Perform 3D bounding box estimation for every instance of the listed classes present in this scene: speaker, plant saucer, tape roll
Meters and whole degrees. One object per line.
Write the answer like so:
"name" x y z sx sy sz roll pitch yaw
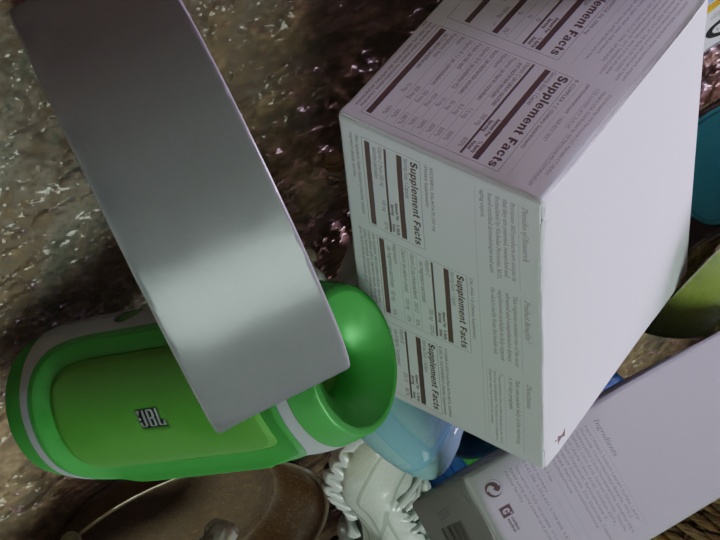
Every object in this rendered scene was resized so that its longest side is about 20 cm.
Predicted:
"speaker" -0.083 0.057 0.993 0.200 0.089 0.088 -10 160 35
"plant saucer" -0.117 0.169 1.242 0.200 0.037 0.201 -20 147 -14
"plant saucer" 0.239 -0.027 1.118 0.200 0.031 0.200 -45 172 -8
"tape roll" -0.077 -0.034 0.843 0.066 0.200 0.200 -25 147 -5

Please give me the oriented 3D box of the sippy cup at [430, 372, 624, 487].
"sippy cup" 0.110 0.117 1.272 0.130 0.178 0.140 -29 112 -21

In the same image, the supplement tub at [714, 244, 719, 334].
"supplement tub" 0.306 0.047 1.303 0.144 0.145 0.200 -27 148 -4

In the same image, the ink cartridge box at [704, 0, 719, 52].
"ink cartridge box" 0.186 -0.193 0.945 0.136 0.076 0.200 -32 146 4

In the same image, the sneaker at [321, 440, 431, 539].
"sneaker" 0.024 0.150 1.251 0.075 0.081 0.200 -45 154 -28

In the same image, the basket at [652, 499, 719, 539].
"basket" 0.244 0.202 1.387 0.149 0.200 0.143 -58 148 -3

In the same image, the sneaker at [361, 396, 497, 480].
"sneaker" 0.049 0.071 1.131 0.074 0.082 0.200 -43 177 28

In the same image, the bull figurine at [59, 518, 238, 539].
"bull figurine" -0.161 0.206 1.168 0.200 0.065 0.121 -33 143 1

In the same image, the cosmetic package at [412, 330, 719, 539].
"cosmetic package" 0.140 0.107 1.074 0.200 0.081 0.113 -26 173 -16

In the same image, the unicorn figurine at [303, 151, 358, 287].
"unicorn figurine" 0.000 0.000 1.062 0.200 0.074 0.137 -43 156 10

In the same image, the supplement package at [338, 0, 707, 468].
"supplement package" 0.083 -0.034 0.977 0.156 0.111 0.200 -49 152 -31

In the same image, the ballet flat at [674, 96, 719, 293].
"ballet flat" 0.198 -0.039 1.186 0.071 0.071 0.200 7 132 -43
